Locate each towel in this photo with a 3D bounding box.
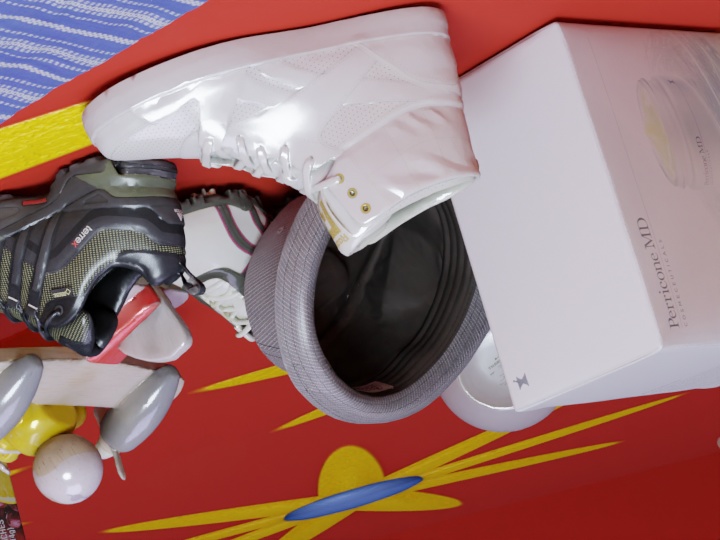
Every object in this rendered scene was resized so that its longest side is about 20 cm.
[{"bbox_3d":[-0.158,-0.105,0.972,0.200,0.024,0.145,-25,165,30],"label":"towel"}]

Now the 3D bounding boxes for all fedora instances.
[{"bbox_3d":[0.000,0.000,1.337,0.090,0.177,0.200,8,-127,45],"label":"fedora"}]

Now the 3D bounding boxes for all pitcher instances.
[{"bbox_3d":[0.146,0.065,1.877,0.172,0.121,0.200,-38,176,3],"label":"pitcher"}]

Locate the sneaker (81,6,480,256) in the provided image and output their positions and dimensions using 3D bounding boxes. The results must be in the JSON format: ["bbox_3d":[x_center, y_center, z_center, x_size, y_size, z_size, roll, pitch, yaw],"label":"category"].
[{"bbox_3d":[-0.037,-0.060,1.105,0.200,0.116,0.074,-14,168,-5],"label":"sneaker"}]

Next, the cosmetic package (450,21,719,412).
[{"bbox_3d":[0.168,-0.033,1.276,0.200,0.200,0.123,-4,162,-44],"label":"cosmetic package"}]

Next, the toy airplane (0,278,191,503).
[{"bbox_3d":[-0.192,0.080,1.394,0.200,0.141,0.199,-11,165,-22],"label":"toy airplane"}]

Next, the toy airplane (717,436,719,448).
[{"bbox_3d":[0.540,0.141,2.567,0.200,0.141,0.199,-46,-163,-30],"label":"toy airplane"}]

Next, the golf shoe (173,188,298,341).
[{"bbox_3d":[-0.077,-0.002,1.355,0.077,0.088,0.200,-25,163,38],"label":"golf shoe"}]

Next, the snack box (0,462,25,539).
[{"bbox_3d":[-0.329,0.167,1.485,0.169,0.200,0.068,-5,162,-38],"label":"snack box"}]

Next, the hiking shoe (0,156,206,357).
[{"bbox_3d":[-0.188,0.007,1.220,0.200,0.101,0.076,-22,165,21],"label":"hiking shoe"}]
